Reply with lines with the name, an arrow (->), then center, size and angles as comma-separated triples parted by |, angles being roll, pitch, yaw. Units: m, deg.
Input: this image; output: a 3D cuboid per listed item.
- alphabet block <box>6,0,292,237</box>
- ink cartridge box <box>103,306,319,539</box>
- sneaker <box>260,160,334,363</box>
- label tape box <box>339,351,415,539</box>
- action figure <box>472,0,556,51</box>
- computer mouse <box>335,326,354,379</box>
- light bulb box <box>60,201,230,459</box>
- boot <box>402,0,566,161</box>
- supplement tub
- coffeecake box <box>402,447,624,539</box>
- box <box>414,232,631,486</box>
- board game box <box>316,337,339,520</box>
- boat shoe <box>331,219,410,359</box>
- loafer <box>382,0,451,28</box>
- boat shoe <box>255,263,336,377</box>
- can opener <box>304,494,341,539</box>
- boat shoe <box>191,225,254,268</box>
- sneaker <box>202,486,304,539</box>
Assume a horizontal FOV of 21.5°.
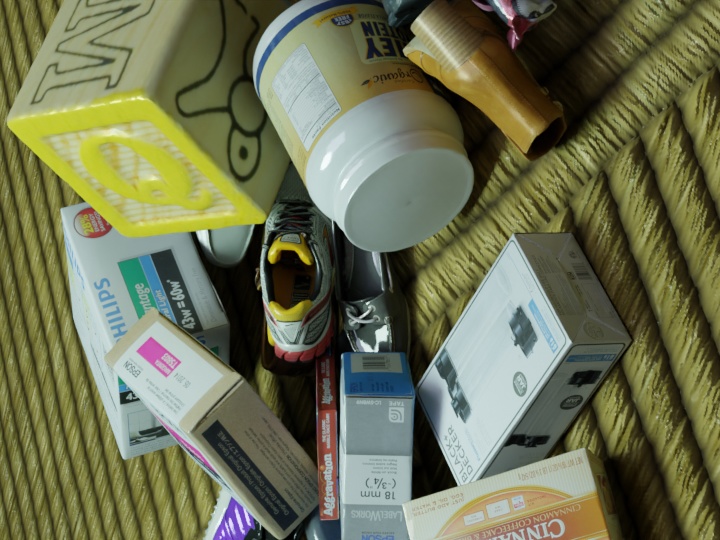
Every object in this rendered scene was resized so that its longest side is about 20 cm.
alphabet block -> -0.175, -0.170, 1.767 | 0.195, 0.195, 0.201 | -6, 51, 39
ink cartridge box -> -0.135, 0.141, 1.776 | 0.165, 0.075, 0.200 | 52, 168, -33
sneaker -> -0.053, -0.021, 1.735 | 0.082, 0.077, 0.202 | 77, -171, -59
label tape box -> 0.013, 0.185, 1.639 | 0.144, 0.063, 0.202 | -95, 6, -79
action figure -> 0.110, -0.268, 1.461 | 0.134, 0.148, 0.202 | -32, 51, 48
computer mouse -> 0.002, 0.144, 1.752 | 0.058, 0.034, 0.202 | -21, 74, 56
light bulb box -> -0.223, 0.052, 1.971 | 0.201, 0.124, 0.199 | 97, 153, -54
boot -> 0.104, -0.150, 1.528 | 0.071, 0.201, 0.144 | -43, 89, 7
supplement tub -> 0.003, -0.129, 1.631 | 0.201, 0.143, 0.145 | 62, 140, 35
coffeecake box -> 0.132, 0.256, 1.435 | 0.152, 0.073, 0.202 | -18, 71, 14
box -> 0.126, 0.078, 1.522 | 0.201, 0.060, 0.117 | -60, 43, 41
board game box -> -0.030, 0.135, 1.715 | 0.200, 0.019, 0.104 | -95, 2, -71
boat shoe -> 0.000, 0.000, 1.710 | 0.066, 0.057, 0.202 | -11, 81, 33
loafer -> 0.043, -0.248, 1.560 | 0.200, 0.072, 0.073 | -59, -55, -89
boat shoe -> -0.064, 0.004, 1.820 | 0.072, 0.067, 0.202 | 5, 96, 58
can opener -> -0.014, 0.304, 1.754 | 0.053, 0.066, 0.202 | -36, 59, 54
boat shoe -> -0.129, -0.100, 1.914 | 0.068, 0.074, 0.202 | 15, 103, 63
sneaker -> -0.100, 0.262, 1.891 | 0.099, 0.069, 0.202 | 39, 124, 48
